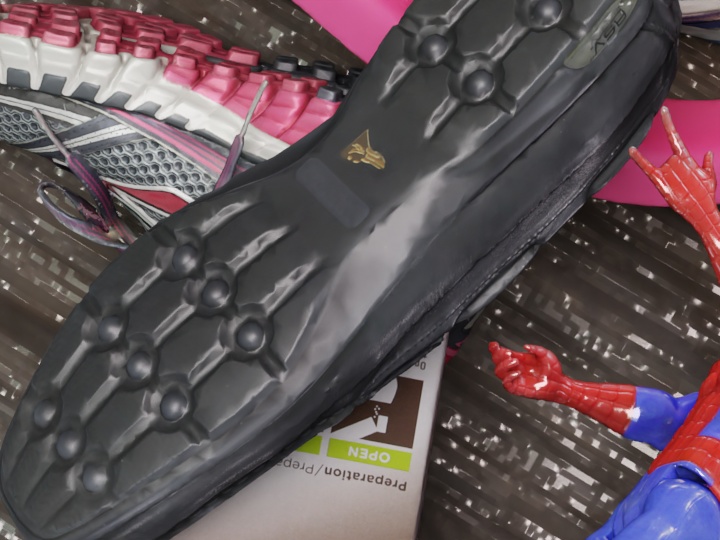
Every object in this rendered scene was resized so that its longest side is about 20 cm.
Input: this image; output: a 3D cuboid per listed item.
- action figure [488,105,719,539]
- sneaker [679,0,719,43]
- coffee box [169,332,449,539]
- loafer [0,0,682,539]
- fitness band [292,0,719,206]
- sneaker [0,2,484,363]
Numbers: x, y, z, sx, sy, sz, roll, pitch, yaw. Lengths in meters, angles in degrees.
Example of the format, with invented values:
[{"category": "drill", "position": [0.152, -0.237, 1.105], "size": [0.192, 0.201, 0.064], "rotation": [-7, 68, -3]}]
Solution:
[{"category": "action figure", "position": [0.050, 0.046, 0.672], "size": [0.099, 0.065, 0.200], "rotation": [48, 66, -4]}, {"category": "sneaker", "position": [0.042, -0.107, 0.788], "size": [0.198, 0.088, 0.076], "rotation": [5, 88, 15]}, {"category": "coffee box", "position": [-0.031, 0.106, 0.735], "size": [0.079, 0.113, 0.201], "rotation": [10, 65, 1]}, {"category": "loafer", "position": [0.000, 0.000, 0.684], "size": [0.200, 0.070, 0.068], "rotation": [-44, 54, 0]}, {"category": "fitness band", "position": [0.049, -0.091, 0.709], "size": [0.200, 0.038, 0.143], "rotation": [39, 134, -22]}, {"category": "sneaker", "position": [-0.055, -0.029, 0.809], "size": [0.199, 0.081, 0.075], "rotation": [17, 102, 15]}]
